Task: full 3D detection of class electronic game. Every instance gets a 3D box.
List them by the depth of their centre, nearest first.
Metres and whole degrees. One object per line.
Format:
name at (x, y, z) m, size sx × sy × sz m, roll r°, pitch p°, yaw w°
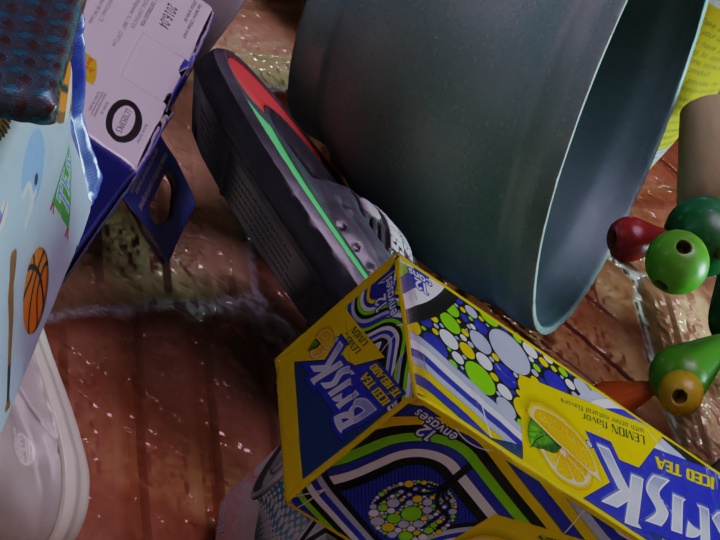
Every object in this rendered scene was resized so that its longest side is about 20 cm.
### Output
electronic game at (0.000, 0.000, 1.053) m, size 0.200 × 0.042 × 0.200 m, roll 54°, pitch 5°, yaw -7°

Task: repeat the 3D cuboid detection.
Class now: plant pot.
plant pot at (0.052, -0.090, 1.155) m, size 0.133 × 0.201 × 0.200 m, roll 21°, pitch 27°, yaw 14°

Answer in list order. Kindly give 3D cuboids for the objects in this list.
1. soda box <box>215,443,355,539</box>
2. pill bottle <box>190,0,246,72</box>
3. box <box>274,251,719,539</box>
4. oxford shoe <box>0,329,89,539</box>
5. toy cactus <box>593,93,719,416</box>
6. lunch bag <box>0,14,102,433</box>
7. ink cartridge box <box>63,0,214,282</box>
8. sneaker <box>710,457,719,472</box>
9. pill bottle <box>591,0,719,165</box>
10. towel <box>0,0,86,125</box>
soda box at (-0.009, 0.137, 0.906) m, size 0.063 × 0.068 × 0.201 m, roll 34°, pitch 30°, yaw -22°
pill bottle at (-0.128, -0.173, 1.134) m, size 0.199 × 0.114 × 0.114 m, roll 35°, pitch 31°, yaw -10°
box at (0.064, 0.081, 0.942) m, size 0.200 × 0.064 × 0.070 m, roll 33°, pitch 31°, yaw -30°
oxford shoe at (-0.149, 0.009, 0.920) m, size 0.058 × 0.075 × 0.201 m, roll 6°, pitch 49°, yaw -45°
toy cactus at (0.160, 0.006, 1.226) m, size 0.200 × 0.102 × 0.166 m, roll 27°, pitch 49°, yaw -46°
lunch bag at (-0.195, -0.024, 0.831) m, size 0.199 × 0.124 × 0.170 m, roll 8°, pitch 41°, yaw 10°
ink cartridge box at (-0.139, -0.082, 1.042) m, size 0.199 × 0.076 × 0.137 m, roll 33°, pitch 32°, yaw -9°
sneaker at (0.215, 0.112, 1.181) m, size 0.199 × 0.080 × 0.087 m, roll 5°, pitch 46°, yaw -43°
pill bottle at (0.133, -0.129, 1.281) m, size 0.111 × 0.200 × 0.112 m, roll 28°, pitch 33°, yaw -20°
towel at (-0.176, -0.101, 0.818) m, size 0.199 × 0.022 × 0.147 m, roll 10°, pitch 40°, yaw -2°
